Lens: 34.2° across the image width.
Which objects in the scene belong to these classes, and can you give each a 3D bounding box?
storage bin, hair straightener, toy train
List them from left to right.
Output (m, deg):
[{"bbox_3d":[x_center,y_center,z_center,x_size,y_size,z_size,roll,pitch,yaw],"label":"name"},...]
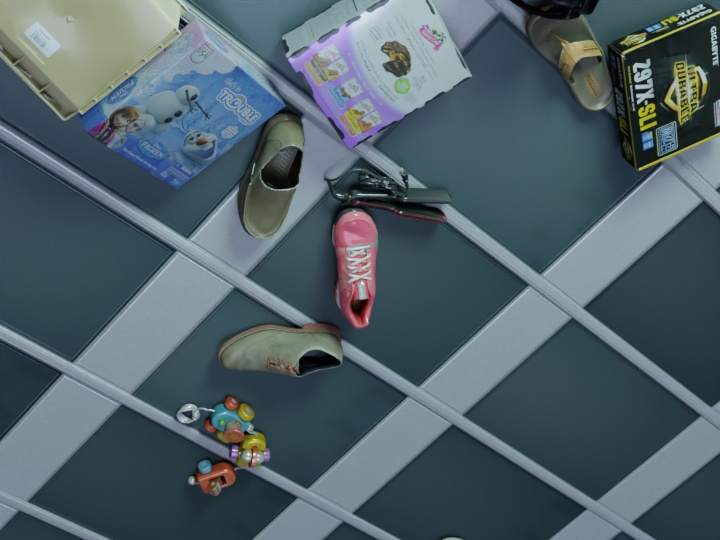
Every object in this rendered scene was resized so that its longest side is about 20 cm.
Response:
[{"bbox_3d":[-0.352,-0.321,1.435,0.198,0.094,0.200,-35,119,14],"label":"storage bin"},{"bbox_3d":[-0.229,0.302,1.947,0.149,0.056,0.201,-14,127,-3],"label":"toy train"},{"bbox_3d":[0.044,-0.123,1.721,0.198,0.041,0.077,11,122,-14],"label":"hair straightener"}]

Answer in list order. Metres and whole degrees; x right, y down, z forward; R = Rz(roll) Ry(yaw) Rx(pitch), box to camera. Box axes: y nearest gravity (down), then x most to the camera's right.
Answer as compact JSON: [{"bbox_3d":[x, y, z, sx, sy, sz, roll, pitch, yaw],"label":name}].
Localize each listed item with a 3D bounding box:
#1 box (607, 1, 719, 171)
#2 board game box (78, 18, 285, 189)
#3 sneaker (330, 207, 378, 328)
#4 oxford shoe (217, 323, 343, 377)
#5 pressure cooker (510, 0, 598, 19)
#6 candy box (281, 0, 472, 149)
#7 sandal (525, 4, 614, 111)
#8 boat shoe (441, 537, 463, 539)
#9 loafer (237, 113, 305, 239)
[{"bbox_3d":[0.445,-0.262,1.686,0.159,0.049,0.201,-22,127,-6],"label":"box"},{"bbox_3d":[-0.230,-0.212,1.538,0.198,0.044,0.200,-36,150,13],"label":"board game box"},{"bbox_3d":[0.000,0.000,1.762,0.073,0.087,0.201,-8,126,-8],"label":"sneaker"},{"bbox_3d":[-0.124,0.131,1.835,0.198,0.075,0.071,-10,128,-5],"label":"oxford shoe"},{"bbox_3d":[0.241,-0.420,1.460,0.177,0.176,0.201,14,118,-17],"label":"pressure cooker"},{"bbox_3d":[0.023,-0.286,1.571,0.199,0.072,0.168,-29,126,9],"label":"candy box"},{"bbox_3d":[0.304,-0.293,1.641,0.080,0.054,0.200,-33,125,12],"label":"sandal"},{"bbox_3d":[0.208,0.596,2.234,0.074,0.093,0.200,-30,126,9],"label":"boat shoe"},{"bbox_3d":[-0.127,-0.123,1.657,0.075,0.068,0.201,5,124,-16],"label":"loafer"}]
